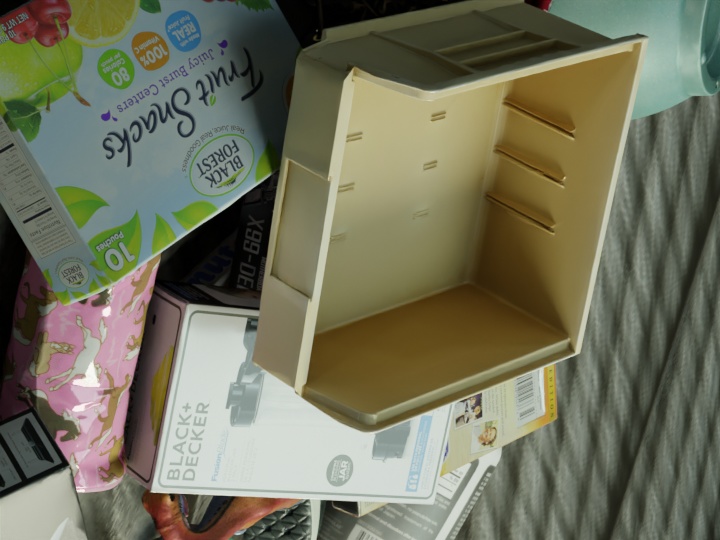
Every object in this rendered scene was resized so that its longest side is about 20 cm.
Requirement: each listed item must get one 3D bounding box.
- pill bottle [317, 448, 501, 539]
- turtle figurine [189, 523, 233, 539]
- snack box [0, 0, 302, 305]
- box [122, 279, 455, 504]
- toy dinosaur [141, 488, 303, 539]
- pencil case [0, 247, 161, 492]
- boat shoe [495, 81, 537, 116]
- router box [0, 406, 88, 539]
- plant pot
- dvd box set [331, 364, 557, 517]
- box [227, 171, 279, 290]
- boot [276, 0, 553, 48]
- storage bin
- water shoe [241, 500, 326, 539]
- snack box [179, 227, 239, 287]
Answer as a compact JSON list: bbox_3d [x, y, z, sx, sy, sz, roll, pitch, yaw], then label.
[{"bbox_3d":[0.036,0.149,1.577,0.201,0.115,0.116,-59,154,-1],"label":"pill bottle"},{"bbox_3d":[-0.141,0.273,1.384,0.201,0.100,0.150,-58,169,-32],"label":"turtle figurine"},{"bbox_3d":[-0.113,-0.091,1.092,0.200,0.053,0.143,-39,103,-43],"label":"snack box"},{"bbox_3d":[-0.041,0.076,1.255,0.199,0.060,0.118,8,100,-31],"label":"box"},{"bbox_3d":[-0.066,0.125,1.349,0.182,0.198,0.106,-71,151,-66],"label":"toy dinosaur"},{"bbox_3d":[-0.153,0.026,1.173,0.086,0.083,0.202,10,108,-18],"label":"pencil case"},{"bbox_3d":[0.061,-0.109,1.319,0.074,0.198,0.068,-43,126,-34],"label":"boat shoe"},{"bbox_3d":[-0.223,0.186,1.143,0.156,0.052,0.201,-24,138,-19],"label":"router box"},{"bbox_3d":[0.214,-0.201,1.569,0.200,0.133,0.202,-41,137,-54],"label":"plant pot"},{"bbox_3d":[0.055,0.061,1.390,0.199,0.029,0.148,-22,115,-40],"label":"dvd box set"},{"bbox_3d":[0.000,0.000,1.375,0.199,0.050,0.159,2,102,-47],"label":"box"},{"bbox_3d":[0.012,-0.156,1.245,0.200,0.150,0.074,-40,145,-41],"label":"boot"},{"bbox_3d":[0.047,-0.037,1.159,0.198,0.093,0.201,-18,127,-44],"label":"storage bin"},{"bbox_3d":[-0.047,0.112,1.485,0.079,0.071,0.202,-73,177,-72],"label":"water shoe"},{"bbox_3d":[-0.097,0.029,1.343,0.200,0.024,0.072,-45,146,-37],"label":"snack box"}]
